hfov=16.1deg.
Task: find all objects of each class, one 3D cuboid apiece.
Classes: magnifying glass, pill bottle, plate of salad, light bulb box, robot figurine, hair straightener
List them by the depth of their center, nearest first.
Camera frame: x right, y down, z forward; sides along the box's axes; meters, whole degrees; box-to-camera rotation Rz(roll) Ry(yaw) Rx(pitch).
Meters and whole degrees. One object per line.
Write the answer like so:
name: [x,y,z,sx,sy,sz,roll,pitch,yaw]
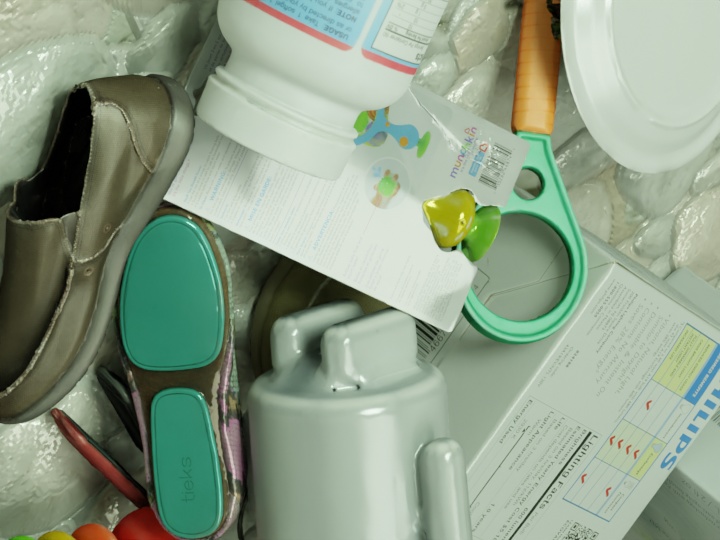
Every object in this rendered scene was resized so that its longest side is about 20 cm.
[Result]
pill bottle: [-0.006,-0.154,1.293,0.108,0.109,0.201,15,104,-49]
robot figurine: [-0.004,0.120,1.428,0.112,0.169,0.202,-14,107,-40]
magnifying glass: [0.097,-0.058,1.474,0.079,0.022,0.202,7,80,-7]
hair straightener: [-0.102,0.114,1.487,0.077,0.041,0.200,-44,136,-7]
plate of salad: [0.173,-0.159,1.510,0.199,0.048,0.202,-11,106,-46]
light bulb box: [0.109,0.072,1.594,0.199,0.125,0.200,-54,143,5]

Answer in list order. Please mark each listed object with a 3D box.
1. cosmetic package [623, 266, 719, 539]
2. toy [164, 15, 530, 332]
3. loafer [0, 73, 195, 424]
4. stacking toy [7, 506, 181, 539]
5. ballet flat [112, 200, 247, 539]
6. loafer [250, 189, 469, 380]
cosmetic package: [0.257,0.143,1.736,0.123,0.199,0.201,-39,140,-14]
toy: [-0.015,-0.058,1.391,0.199,0.047,0.116,25,87,-21]
loafer: [-0.160,-0.017,1.313,0.071,0.073,0.201,18,102,-40]
stacking toy: [-0.181,0.176,1.421,0.199,0.085,0.086,-15,131,-31]
ballet flat: [-0.095,0.050,1.410,0.071,0.068,0.202,-65,151,-67]
loafer: [0.000,0.000,1.474,0.076,0.067,0.201,3,118,-45]
